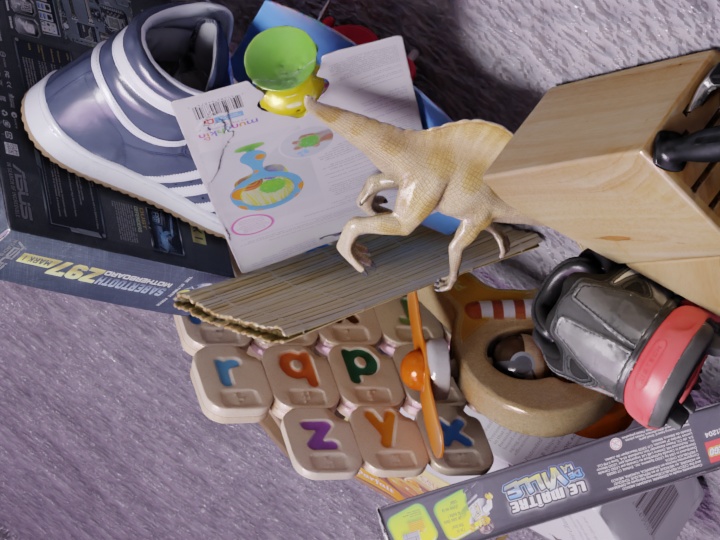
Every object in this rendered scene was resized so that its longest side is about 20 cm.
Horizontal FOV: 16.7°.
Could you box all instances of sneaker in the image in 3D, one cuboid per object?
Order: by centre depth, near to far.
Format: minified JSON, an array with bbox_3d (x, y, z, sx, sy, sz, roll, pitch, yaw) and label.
[{"bbox_3d":[0.138,0.028,1.238,0.098,0.071,0.200,30,-172,10],"label":"sneaker"},{"bbox_3d":[-0.072,-0.080,1.324,0.200,0.070,0.108,18,140,-40],"label":"sneaker"}]

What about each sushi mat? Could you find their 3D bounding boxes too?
[{"bbox_3d":[0.000,0.000,1.353,0.095,0.200,0.012,17,118,44],"label":"sushi mat"}]

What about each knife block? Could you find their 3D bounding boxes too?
[{"bbox_3d":[0.141,-0.060,1.107,0.200,0.064,0.176,30,160,26],"label":"knife block"}]

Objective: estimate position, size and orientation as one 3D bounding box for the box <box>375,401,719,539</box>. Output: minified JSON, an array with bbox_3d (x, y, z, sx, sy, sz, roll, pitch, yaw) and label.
[{"bbox_3d":[0.117,0.117,1.355,0.110,0.199,0.035,14,-122,-77],"label":"box"}]

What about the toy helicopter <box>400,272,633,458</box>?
[{"bbox_3d":[0.060,0.032,1.398,0.200,0.132,0.079,42,144,39],"label":"toy helicopter"}]

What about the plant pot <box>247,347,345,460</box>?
[{"bbox_3d":[-0.058,0.022,1.531,0.201,0.093,0.201,52,172,11],"label":"plant pot"}]

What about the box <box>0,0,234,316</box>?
[{"bbox_3d":[-0.160,-0.081,1.363,0.157,0.201,0.051,12,144,-42],"label":"box"}]

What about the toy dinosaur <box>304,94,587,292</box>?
[{"bbox_3d":[0.032,-0.046,1.236,0.199,0.058,0.101,22,133,-28],"label":"toy dinosaur"}]

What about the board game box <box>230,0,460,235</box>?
[{"bbox_3d":[0.011,-0.092,1.322,0.158,0.039,0.200,37,165,-3],"label":"board game box"}]

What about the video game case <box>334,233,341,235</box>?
[{"bbox_3d":[-0.059,-0.050,1.582,0.200,0.023,0.182,32,161,19],"label":"video game case"}]

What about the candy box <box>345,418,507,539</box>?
[{"bbox_3d":[0.020,0.122,1.795,0.200,0.055,0.116,30,160,27],"label":"candy box"}]

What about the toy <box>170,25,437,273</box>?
[{"bbox_3d":[-0.027,-0.070,1.255,0.200,0.115,0.047,72,-179,-68],"label":"toy"}]

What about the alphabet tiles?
[{"bbox_3d":[-0.005,0.047,1.408,0.196,0.199,0.015,-112,30,-42],"label":"alphabet tiles"}]

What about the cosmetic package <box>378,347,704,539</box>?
[{"bbox_3d":[0.106,0.105,1.547,0.200,0.081,0.113,24,159,36],"label":"cosmetic package"}]
